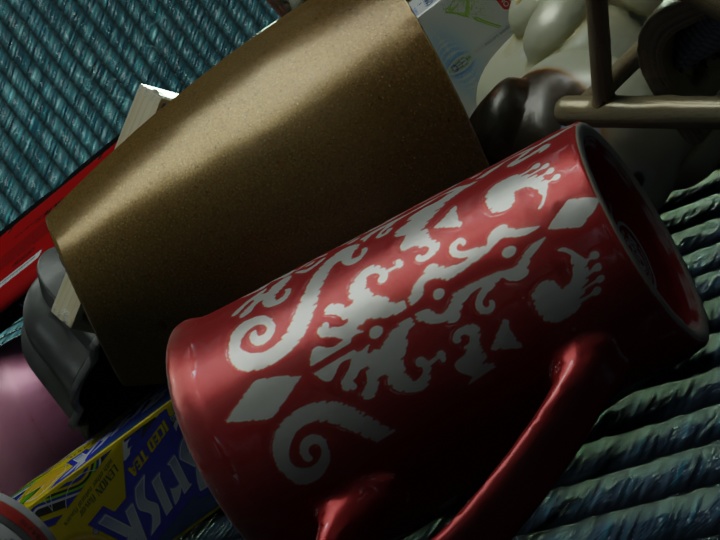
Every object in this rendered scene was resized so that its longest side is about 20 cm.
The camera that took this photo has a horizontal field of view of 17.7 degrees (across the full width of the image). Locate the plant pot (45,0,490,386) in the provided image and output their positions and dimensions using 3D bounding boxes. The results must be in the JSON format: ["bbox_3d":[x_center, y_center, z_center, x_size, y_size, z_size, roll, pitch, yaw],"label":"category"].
[{"bbox_3d":[-0.046,-0.028,1.138,0.200,0.186,0.186,-24,9,-4],"label":"plant pot"}]

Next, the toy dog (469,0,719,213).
[{"bbox_3d":[0.113,-0.084,1.185,0.194,0.140,0.200,-29,17,19],"label":"toy dog"}]

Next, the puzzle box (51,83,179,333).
[{"bbox_3d":[-0.057,-0.015,1.252,0.025,0.200,0.133,35,107,49],"label":"puzzle box"}]

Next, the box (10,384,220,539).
[{"bbox_3d":[-0.134,0.127,1.305,0.200,0.070,0.064,-37,10,10],"label":"box"}]

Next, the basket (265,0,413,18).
[{"bbox_3d":[0.039,-0.203,1.483,0.200,0.161,0.198,-37,-13,1],"label":"basket"}]

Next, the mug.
[{"bbox_3d":[0.044,0.051,0.974,0.200,0.178,0.133,-31,-25,16],"label":"mug"}]

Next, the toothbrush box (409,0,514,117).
[{"bbox_3d":[0.143,-0.148,1.338,0.200,0.146,0.086,-36,11,7],"label":"toothbrush box"}]

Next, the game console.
[{"bbox_3d":[-0.160,-0.004,1.504,0.200,0.119,0.172,-35,25,35],"label":"game console"}]

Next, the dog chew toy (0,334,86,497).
[{"bbox_3d":[-0.151,0.074,1.484,0.200,0.125,0.125,-30,11,5],"label":"dog chew toy"}]

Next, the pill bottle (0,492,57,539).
[{"bbox_3d":[-0.236,0.205,1.191,0.116,0.116,0.200,-33,12,28],"label":"pill bottle"}]

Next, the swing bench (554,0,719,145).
[{"bbox_3d":[0.216,-0.140,1.027,0.200,0.130,0.199,21,48,32],"label":"swing bench"}]

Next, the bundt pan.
[{"bbox_3d":[-0.120,0.000,1.343,0.202,0.076,0.202,-44,-16,-16],"label":"bundt pan"}]
